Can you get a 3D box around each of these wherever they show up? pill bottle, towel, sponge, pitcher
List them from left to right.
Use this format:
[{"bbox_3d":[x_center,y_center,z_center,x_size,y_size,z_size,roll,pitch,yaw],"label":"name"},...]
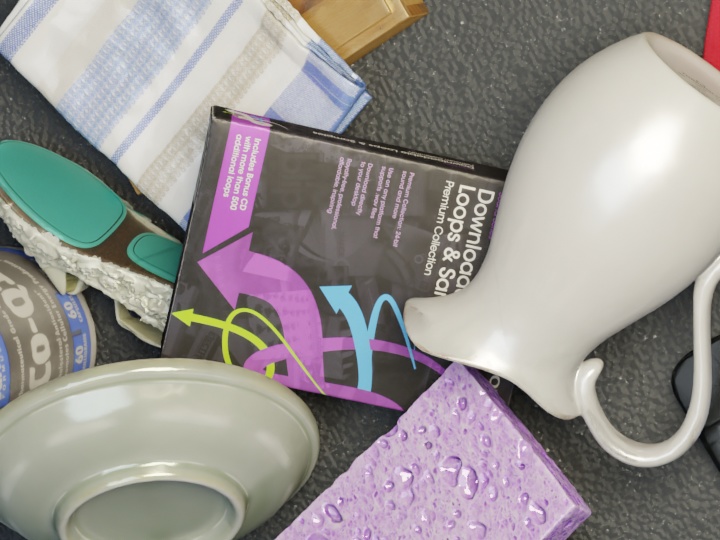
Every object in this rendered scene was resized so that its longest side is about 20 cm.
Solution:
[{"bbox_3d":[-0.242,0.055,1.713,0.113,0.200,0.115,4,100,21],"label":"pill bottle"},{"bbox_3d":[-0.104,-0.116,1.687,0.200,0.024,0.147,44,113,10],"label":"towel"},{"bbox_3d":[0.022,0.157,1.641,0.200,0.030,0.112,-45,64,14],"label":"sponge"},{"bbox_3d":[0.144,-0.008,1.581,0.171,0.121,0.200,34,108,-5],"label":"pitcher"}]

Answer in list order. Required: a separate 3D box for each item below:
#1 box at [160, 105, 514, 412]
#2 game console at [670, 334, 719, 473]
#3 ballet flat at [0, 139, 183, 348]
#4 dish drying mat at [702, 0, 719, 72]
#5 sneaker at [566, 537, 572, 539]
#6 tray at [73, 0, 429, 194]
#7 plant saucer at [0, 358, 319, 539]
[{"bbox_3d":[0.000,0.000,1.655,0.199,0.036,0.144,11,105,-6],"label":"box"},{"bbox_3d":[0.263,0.105,1.560,0.172,0.119,0.201,-32,86,23],"label":"game console"},{"bbox_3d":[-0.143,0.000,1.738,0.199,0.072,0.072,31,109,15],"label":"ballet flat"},{"bbox_3d":[0.218,-0.098,1.600,0.076,0.018,0.201,13,105,23],"label":"dish drying mat"},{"bbox_3d":[0.050,0.184,1.692,0.199,0.074,0.080,0,108,28],"label":"sneaker"},{"bbox_3d":[-0.069,-0.136,1.701,0.199,0.037,0.099,-32,86,23],"label":"tray"},{"bbox_3d":[-0.119,0.122,1.681,0.199,0.200,0.050,-24,53,24],"label":"plant saucer"}]
